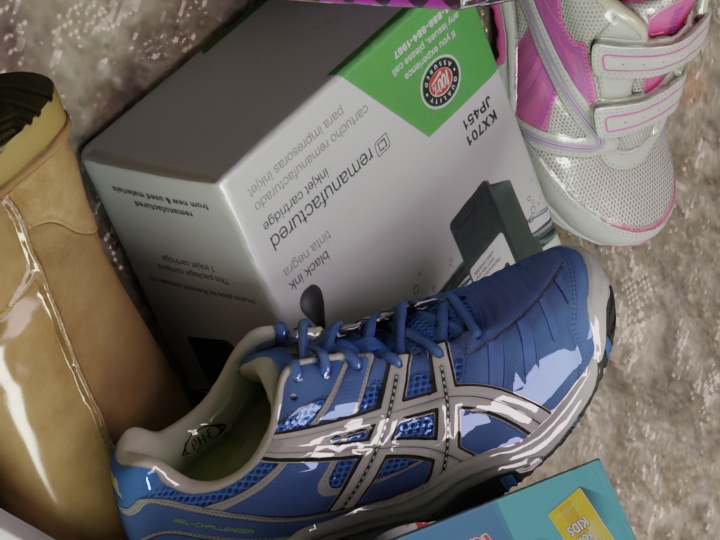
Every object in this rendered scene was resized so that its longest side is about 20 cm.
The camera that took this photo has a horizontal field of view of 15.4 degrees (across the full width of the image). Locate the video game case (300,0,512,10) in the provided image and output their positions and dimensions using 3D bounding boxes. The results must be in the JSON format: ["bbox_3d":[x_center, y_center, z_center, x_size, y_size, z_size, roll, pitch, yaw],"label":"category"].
[{"bbox_3d":[0.023,-0.126,0.949,0.181,0.199,0.036,-18,109,-42],"label":"video game case"}]

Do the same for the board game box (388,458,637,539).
[{"bbox_3d":[-0.007,0.139,0.937,0.150,0.200,0.047,-19,77,-25],"label":"board game box"}]

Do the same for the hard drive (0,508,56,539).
[{"bbox_3d":[-0.176,0.122,0.881,0.132,0.027,0.200,-47,134,6],"label":"hard drive"}]

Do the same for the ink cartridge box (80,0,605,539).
[{"bbox_3d":[0.000,0.000,1.033,0.147,0.083,0.201,-44,127,-30],"label":"ink cartridge box"}]

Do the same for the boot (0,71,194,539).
[{"bbox_3d":[-0.127,0.057,0.928,0.175,0.066,0.201,-40,126,-32],"label":"boot"}]

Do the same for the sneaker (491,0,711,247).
[{"bbox_3d":[0.103,-0.095,1.116,0.081,0.088,0.201,-39,124,-33],"label":"sneaker"}]

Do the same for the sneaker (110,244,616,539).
[{"bbox_3d":[0.003,0.049,0.934,0.200,0.076,0.077,-34,127,-8],"label":"sneaker"}]
